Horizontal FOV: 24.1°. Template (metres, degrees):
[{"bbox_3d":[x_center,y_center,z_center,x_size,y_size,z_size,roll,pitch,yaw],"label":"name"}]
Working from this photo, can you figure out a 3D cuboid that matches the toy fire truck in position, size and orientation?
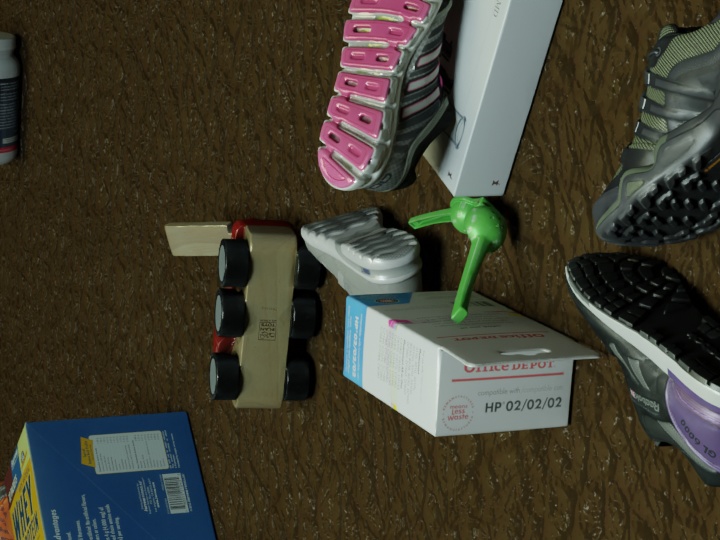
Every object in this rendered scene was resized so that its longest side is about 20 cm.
[{"bbox_3d":[-0.126,0.025,1.696,0.200,0.127,0.178,-126,39,-68],"label":"toy fire truck"}]

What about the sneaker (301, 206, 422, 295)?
[{"bbox_3d":[0.000,0.000,1.454,0.200,0.074,0.083,-138,34,-69],"label":"sneaker"}]

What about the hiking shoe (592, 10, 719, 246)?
[{"bbox_3d":[0.204,-0.096,1.025,0.200,0.075,0.102,-51,38,42],"label":"hiking shoe"}]

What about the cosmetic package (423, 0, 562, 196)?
[{"bbox_3d":[0.084,-0.181,1.289,0.151,0.051,0.202,54,139,46],"label":"cosmetic package"}]

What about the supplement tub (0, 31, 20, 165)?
[{"bbox_3d":[-0.613,-0.276,2.684,0.140,0.139,0.203,-147,59,-60],"label":"supplement tub"}]

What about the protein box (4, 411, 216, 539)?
[{"bbox_3d":[-0.291,0.287,1.957,0.135,0.198,0.200,120,140,-49],"label":"protein box"}]

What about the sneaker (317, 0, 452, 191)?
[{"bbox_3d":[0.032,-0.148,1.261,0.073,0.087,0.202,14,85,36],"label":"sneaker"}]

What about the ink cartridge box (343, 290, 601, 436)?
[{"bbox_3d":[0.078,0.070,1.240,0.200,0.114,0.069,-153,63,-62],"label":"ink cartridge box"}]

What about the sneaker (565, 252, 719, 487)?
[{"bbox_3d":[0.184,0.063,1.067,0.200,0.075,0.089,-129,38,-53],"label":"sneaker"}]

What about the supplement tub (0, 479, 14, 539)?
[{"bbox_3d":[-0.533,0.382,2.580,0.200,0.121,0.124,166,100,-65],"label":"supplement tub"}]

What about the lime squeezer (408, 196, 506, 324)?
[{"bbox_3d":[0.081,-0.025,1.302,0.071,0.037,0.200,-63,18,16],"label":"lime squeezer"}]
